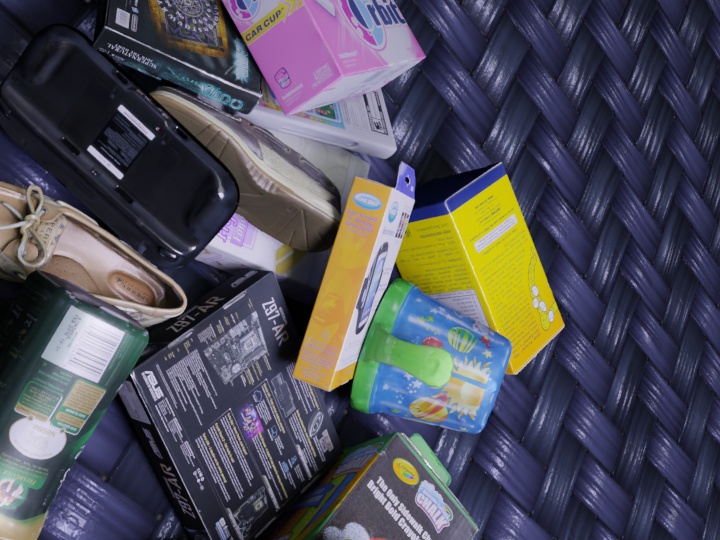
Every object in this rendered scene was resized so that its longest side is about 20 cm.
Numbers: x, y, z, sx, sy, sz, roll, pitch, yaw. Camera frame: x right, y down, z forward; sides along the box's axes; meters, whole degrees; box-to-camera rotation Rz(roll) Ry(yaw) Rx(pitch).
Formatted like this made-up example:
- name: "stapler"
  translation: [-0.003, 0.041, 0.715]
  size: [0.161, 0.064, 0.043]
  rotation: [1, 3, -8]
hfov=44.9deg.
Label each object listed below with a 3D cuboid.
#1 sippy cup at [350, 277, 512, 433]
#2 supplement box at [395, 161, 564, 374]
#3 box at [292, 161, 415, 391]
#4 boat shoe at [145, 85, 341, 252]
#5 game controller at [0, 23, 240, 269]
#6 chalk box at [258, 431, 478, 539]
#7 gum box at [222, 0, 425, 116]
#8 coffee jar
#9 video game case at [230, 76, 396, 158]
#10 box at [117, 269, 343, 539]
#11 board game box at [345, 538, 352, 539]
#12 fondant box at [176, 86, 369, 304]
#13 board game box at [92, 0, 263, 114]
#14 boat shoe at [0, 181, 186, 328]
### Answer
- name: "sippy cup"
  translation: [0.073, 0.092, 0.845]
  size: [0.178, 0.129, 0.140]
  rotation: [-54, 159, -56]
- name: "supplement box"
  translation: [0.121, 0.002, 0.950]
  size: [0.109, 0.108, 0.201]
  rotation: [-34, 107, -38]
- name: "box"
  translation: [0.000, 0.000, 0.773]
  size: [0.119, 0.041, 0.202]
  rotation: [3, 104, -78]
- name: "boat shoe"
  translation: [-0.097, -0.090, 0.730]
  size: [0.200, 0.072, 0.066]
  rotation: [34, 38, -24]
- name: "game controller"
  translation: [-0.189, -0.093, 0.675]
  size: [0.200, 0.104, 0.042]
  rotation: [43, 15, -8]
- name: "chalk box"
  translation: [0.010, 0.238, 0.796]
  size: [0.125, 0.124, 0.200]
  rotation: [52, 49, -6]
- name: "gum box"
  translation: [-0.024, -0.214, 0.769]
  size: [0.114, 0.066, 0.200]
  rotation: [61, 30, -3]
- name: "coffee jar"
  translation: [-0.235, 0.107, 0.605]
  size: [0.085, 0.104, 0.201]
  rotation: [34, 81, -36]
- name: "video game case"
  translation: [-0.058, -0.211, 0.835]
  size: [0.181, 0.024, 0.201]
  rotation: [8, 58, -40]
- name: "box"
  translation: [-0.109, 0.124, 0.756]
  size: [0.160, 0.043, 0.201]
  rotation: [-38, 119, -37]
- name: "board game box"
  translation: [-0.020, 0.316, 0.646]
  size: [0.047, 0.102, 0.201]
  rotation: [16, 108, 0]
- name: "fondant box"
  translation: [-0.093, -0.069, 0.808]
  size: [0.199, 0.058, 0.145]
  rotation: [24, 70, -35]
- name: "board game box"
  translation: [-0.145, -0.232, 0.724]
  size: [0.135, 0.028, 0.201]
  rotation: [20, 48, -32]
- name: "boat shoe"
  translation: [-0.226, -0.016, 0.680]
  size: [0.199, 0.062, 0.074]
  rotation: [29, 66, -35]
